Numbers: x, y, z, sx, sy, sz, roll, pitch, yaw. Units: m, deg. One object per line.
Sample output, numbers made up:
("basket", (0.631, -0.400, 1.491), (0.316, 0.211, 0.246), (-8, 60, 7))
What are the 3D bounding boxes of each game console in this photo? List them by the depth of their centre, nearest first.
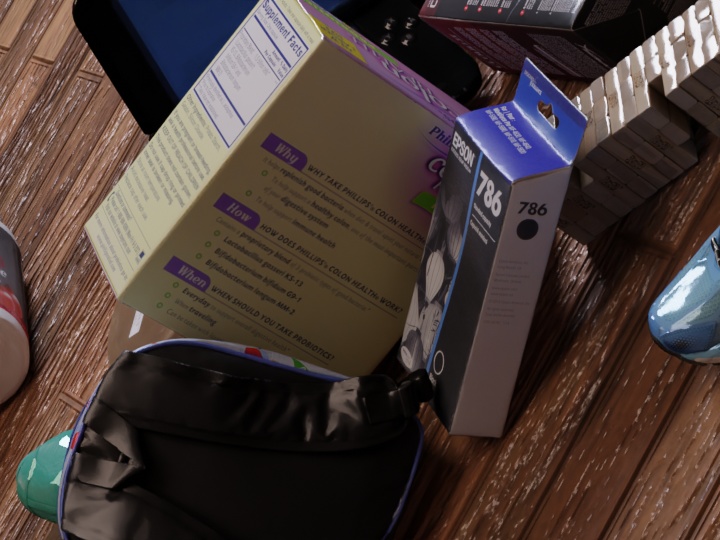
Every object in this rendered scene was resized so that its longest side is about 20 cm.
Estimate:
("game console", (-0.052, -0.145, 1.511), (0.200, 0.116, 0.176), (-36, 55, -11))

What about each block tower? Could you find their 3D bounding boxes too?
("block tower", (0.177, -0.097, 1.314), (0.200, 0.058, 0.054), (-37, 36, 31))

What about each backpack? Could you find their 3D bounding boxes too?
("backpack", (-0.079, 0.126, 1.351), (0.154, 0.190, 0.200), (156, 136, -73))

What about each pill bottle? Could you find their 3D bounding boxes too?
("pill bottle", (-0.332, 0.017, 1.923), (0.111, 0.111, 0.200), (-46, 32, 21))

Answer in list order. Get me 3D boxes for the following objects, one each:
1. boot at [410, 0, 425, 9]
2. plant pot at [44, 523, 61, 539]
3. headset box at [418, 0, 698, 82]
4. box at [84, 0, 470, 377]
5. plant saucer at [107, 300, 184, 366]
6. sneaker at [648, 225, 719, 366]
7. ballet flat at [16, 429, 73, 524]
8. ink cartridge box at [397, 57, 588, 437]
("boot", (0.087, -0.257, 1.588), (0.203, 0.073, 0.154), (-20, 48, 57))
("plant pot", (-0.149, 0.204, 1.491), (0.201, 0.093, 0.201), (-37, 34, 32))
("headset box", (0.133, -0.199, 1.457), (0.200, 0.075, 0.149), (15, 75, 59))
("box", (-0.034, -0.041, 1.420), (0.200, 0.176, 0.097), (-51, 33, 13))
("plant saucer", (-0.128, 0.004, 1.684), (0.200, 0.029, 0.200), (-47, 28, 34))
("sneaker", (0.208, -0.041, 1.179), (0.200, 0.090, 0.078), (-51, 30, 15))
("ballet flat", (-0.118, 0.107, 1.461), (0.200, 0.067, 0.070), (-28, 35, -28))
("ink cartridge box", (0.072, -0.015, 1.333), (0.099, 0.039, 0.200), (-125, 45, -60))
